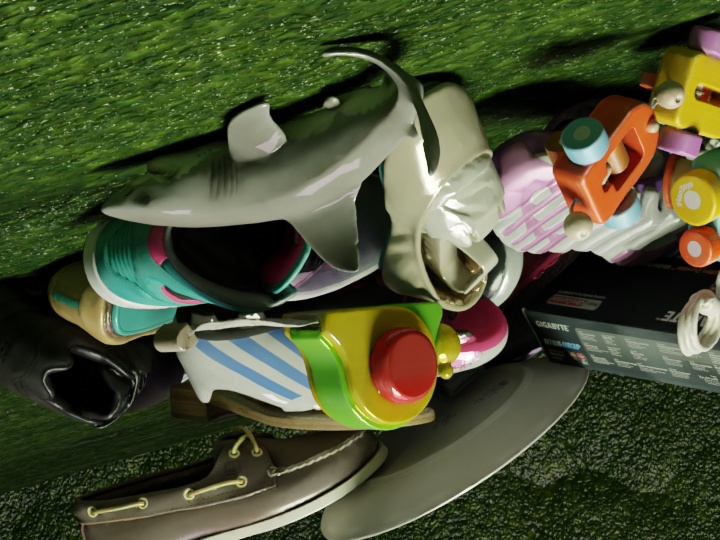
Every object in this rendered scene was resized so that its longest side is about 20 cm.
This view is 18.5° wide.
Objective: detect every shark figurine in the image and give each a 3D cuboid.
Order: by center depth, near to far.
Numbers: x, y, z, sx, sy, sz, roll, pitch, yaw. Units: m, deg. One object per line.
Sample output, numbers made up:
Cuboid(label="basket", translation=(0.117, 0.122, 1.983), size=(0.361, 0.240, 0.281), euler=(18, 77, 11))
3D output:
Cuboid(label="shark figurine", translation=(-0.010, -0.045, 1.063), size=(0.128, 0.090, 0.214), euler=(-11, 174, -44))

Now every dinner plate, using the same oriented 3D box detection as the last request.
Cuboid(label="dinner plate", translation=(0.055, 0.105, 1.400), size=(0.200, 0.024, 0.200), euler=(-30, -169, 6))

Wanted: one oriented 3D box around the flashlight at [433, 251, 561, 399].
Cuboid(label="flashlight", translation=(0.107, -0.003, 1.431), size=(0.200, 0.068, 0.068), euler=(-40, 179, -14))

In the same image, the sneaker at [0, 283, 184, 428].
Cuboid(label="sneaker", translation=(-0.170, 0.068, 1.404), size=(0.200, 0.091, 0.076), euler=(12, 107, -58))

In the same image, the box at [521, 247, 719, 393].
Cuboid(label="box", translation=(0.219, 0.003, 1.343), size=(0.159, 0.046, 0.200), euler=(-41, -154, -24))

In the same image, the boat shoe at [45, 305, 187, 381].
Cuboid(label="boat shoe", translation=(-0.158, 0.044, 1.534), size=(0.068, 0.072, 0.200), euler=(-19, 166, 34))

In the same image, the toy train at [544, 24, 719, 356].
Cuboid(label="toy train", translation=(0.157, -0.048, 1.188), size=(0.056, 0.150, 0.200), euler=(20, 160, 38))

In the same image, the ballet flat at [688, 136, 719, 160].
Cuboid(label="ballet flat", translation=(0.201, -0.054, 1.602), size=(0.200, 0.074, 0.074), euler=(-24, 172, 13))

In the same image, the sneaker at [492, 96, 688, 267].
Cuboid(label="sneaker", translation=(0.128, -0.060, 1.277), size=(0.080, 0.089, 0.200), euler=(-28, 159, 28))

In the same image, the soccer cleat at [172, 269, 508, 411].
Cuboid(label="soccer cleat", translation=(-0.011, 0.046, 1.309), size=(0.200, 0.086, 0.070), euler=(3, -140, 8))

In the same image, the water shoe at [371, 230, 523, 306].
Cuboid(label="water shoe", translation=(0.000, 0.000, 1.347), size=(0.200, 0.072, 0.079), euler=(-2, 180, 29))

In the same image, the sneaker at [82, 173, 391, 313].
Cuboid(label="sneaker", translation=(-0.040, -0.023, 1.209), size=(0.200, 0.084, 0.121), euler=(-11, -178, -26))

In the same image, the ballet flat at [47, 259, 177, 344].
Cuboid(label="ballet flat", translation=(-0.122, 0.008, 1.408), size=(0.063, 0.069, 0.200), euler=(13, -173, 31))

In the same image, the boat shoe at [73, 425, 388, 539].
Cuboid(label="boat shoe", translation=(-0.083, 0.134, 1.386), size=(0.200, 0.060, 0.072), euler=(-23, -168, 7))

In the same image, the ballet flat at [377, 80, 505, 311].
Cuboid(label="ballet flat", translation=(0.049, -0.032, 1.178), size=(0.069, 0.069, 0.200), euler=(-15, 157, -6))

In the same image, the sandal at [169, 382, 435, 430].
Cuboid(label="sandal", translation=(-0.046, 0.060, 1.389), size=(0.212, 0.070, 0.078), euler=(-1, -176, 44))

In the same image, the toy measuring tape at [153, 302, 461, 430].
Cuboid(label="toy measuring tape", translation=(-0.022, 0.055, 1.184), size=(0.200, 0.074, 0.074), euler=(-4, 167, -41))

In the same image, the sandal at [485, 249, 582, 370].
Cuboid(label="sandal", translation=(0.100, 0.035, 1.484), size=(0.200, 0.076, 0.043), euler=(-13, 148, 18))
